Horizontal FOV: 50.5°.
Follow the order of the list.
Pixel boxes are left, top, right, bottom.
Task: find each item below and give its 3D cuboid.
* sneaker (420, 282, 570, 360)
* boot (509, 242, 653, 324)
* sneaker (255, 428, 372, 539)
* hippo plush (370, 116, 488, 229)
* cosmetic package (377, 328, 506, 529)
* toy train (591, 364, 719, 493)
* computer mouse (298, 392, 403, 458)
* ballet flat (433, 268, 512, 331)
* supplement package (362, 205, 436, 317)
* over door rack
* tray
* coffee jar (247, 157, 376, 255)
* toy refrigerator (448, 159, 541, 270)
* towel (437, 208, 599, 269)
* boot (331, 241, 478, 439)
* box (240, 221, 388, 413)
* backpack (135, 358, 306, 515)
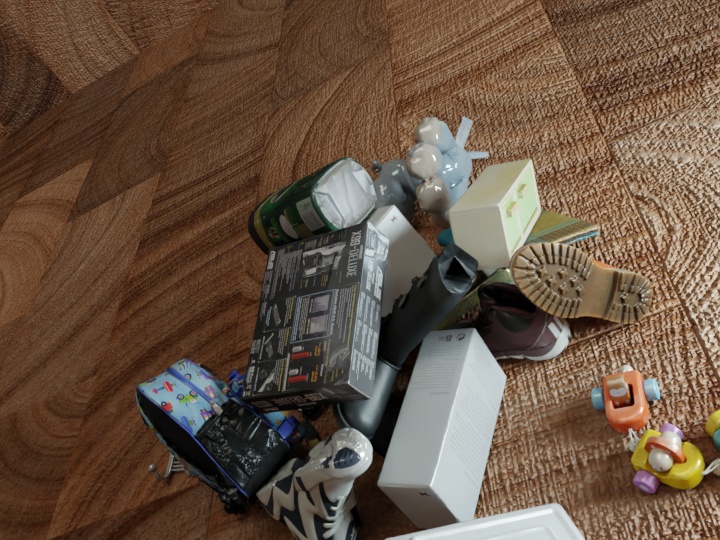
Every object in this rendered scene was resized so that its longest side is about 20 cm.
[{"bbox_3d":[0.145,0.060,0.931,0.198,0.116,0.076,-14,45,29],"label":"sneaker"},{"bbox_3d":[0.229,0.009,0.874,0.107,0.198,0.076,30,102,58],"label":"boot"},{"bbox_3d":[-0.023,0.260,0.842,0.199,0.130,0.079,-38,3,39],"label":"sneaker"},{"bbox_3d":[0.081,-0.155,1.189,0.159,0.160,0.202,-7,46,34],"label":"hippo plush"},{"bbox_3d":[0.097,0.176,0.861,0.070,0.102,0.202,-8,44,35],"label":"cosmetic package"},{"bbox_3d":[0.321,0.137,0.750,0.198,0.056,0.152,-13,43,31],"label":"toy train"},{"bbox_3d":[-0.016,0.186,0.989,0.140,0.046,0.200,-44,39,0],"label":"computer mouse"},{"bbox_3d":[0.145,0.014,1.028,0.199,0.071,0.071,-38,36,0],"label":"ballet flat"},{"bbox_3d":[0.000,0.000,1.057,0.120,0.121,0.199,-49,20,-19],"label":"supplement package"},{"bbox_3d":[-0.225,0.208,1.133,0.146,0.067,0.202,-12,43,30],"label":"over door rack"},{"bbox_3d":[0.129,0.265,0.705,0.197,0.022,0.108,-5,32,-20],"label":"tray"},{"bbox_3d":[-0.072,-0.081,1.052,0.104,0.086,0.199,-46,18,-32],"label":"coffee jar"},{"bbox_3d":[0.174,-0.073,0.946,0.069,0.077,0.200,-6,19,26],"label":"toy refrigerator"},{"bbox_3d":[0.199,-0.046,1.005,0.145,0.022,0.200,-20,18,-12],"label":"towel"},{"bbox_3d":[0.052,0.080,0.861,0.200,0.065,0.166,-46,19,33],"label":"boot"},{"bbox_3d":[-0.051,0.054,0.883,0.156,0.050,0.203,-14,55,33],"label":"box"},{"bbox_3d":[-0.183,0.192,0.965,0.199,0.183,0.135,40,69,10],"label":"backpack"}]
